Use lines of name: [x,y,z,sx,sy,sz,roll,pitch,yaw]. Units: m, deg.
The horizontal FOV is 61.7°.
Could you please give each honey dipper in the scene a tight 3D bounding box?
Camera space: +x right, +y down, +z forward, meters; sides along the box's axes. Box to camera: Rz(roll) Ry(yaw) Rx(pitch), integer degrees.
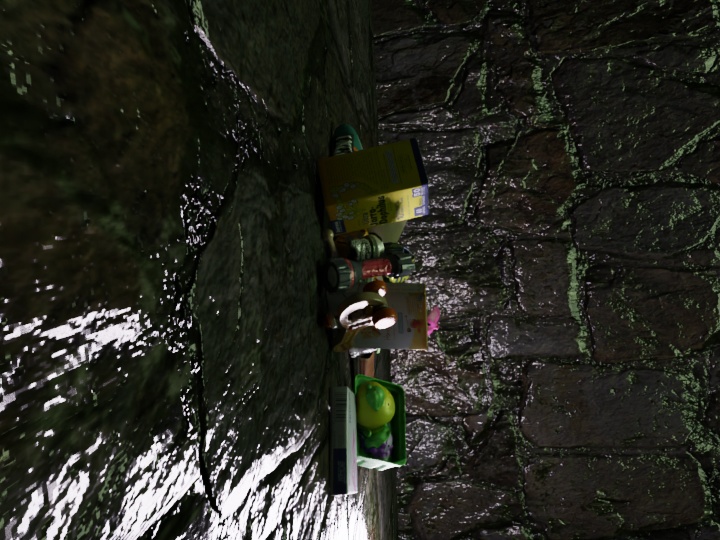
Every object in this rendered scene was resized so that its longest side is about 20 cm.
honey dipper: [-0.047,-0.026,1.243,0.201,0.037,0.039,75,13,-60]

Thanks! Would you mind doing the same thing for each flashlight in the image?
flashlight: [0.019,0.000,1.158,0.068,0.197,0.069,-47,-121,47]

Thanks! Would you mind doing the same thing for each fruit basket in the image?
fruit basket: [0.040,0.325,1.357,0.215,0.153,0.220,-162,-90,-74]

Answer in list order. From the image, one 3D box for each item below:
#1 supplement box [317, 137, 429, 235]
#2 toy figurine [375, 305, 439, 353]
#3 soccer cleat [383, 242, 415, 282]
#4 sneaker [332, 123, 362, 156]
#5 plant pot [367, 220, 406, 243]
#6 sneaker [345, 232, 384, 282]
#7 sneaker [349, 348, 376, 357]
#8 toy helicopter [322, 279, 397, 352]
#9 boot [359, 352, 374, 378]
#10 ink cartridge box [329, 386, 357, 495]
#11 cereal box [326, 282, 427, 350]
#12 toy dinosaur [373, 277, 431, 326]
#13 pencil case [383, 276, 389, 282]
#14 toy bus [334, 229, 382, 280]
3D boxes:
supplement box: [0.026,-0.160,1.164,0.109,0.196,0.111,75,3,-63]
toy figurine: [0.122,0.113,1.627,0.151,0.180,0.204,99,-14,-69]
soccer cleat: [0.094,-0.014,1.417,0.200,0.082,0.066,41,45,-65]
sneaker: [-0.031,-0.243,1.335,0.080,0.070,0.204,57,26,-71]
plant pot: [0.027,-0.107,1.464,0.188,0.183,0.204,-75,175,-73]
sneaker: [-0.020,0.017,1.246,0.077,0.087,0.204,31,-66,51]
sneaker: [0.010,0.118,1.503,0.074,0.085,0.204,-70,156,-76]
toy helicopter: [-0.022,0.104,1.149,0.201,0.130,0.080,117,-40,-50]
boot: [0.018,0.291,1.624,0.188,0.067,0.205,-33,125,-69]
ink cartridge box: [-0.029,0.350,1.231,0.200,0.042,0.201,67,21,-71]
cereal box: [0.036,0.093,1.214,0.040,0.196,0.146,-76,163,-55]
toy dinosaur: [0.065,0.065,1.333,0.048,0.199,0.088,-51,-178,-8]
pencil case: [0.054,0.023,1.545,0.202,0.090,0.086,-108,-160,-44]
toy bus: [0.000,0.000,1.381,0.079,0.064,0.202,-56,144,-33]
